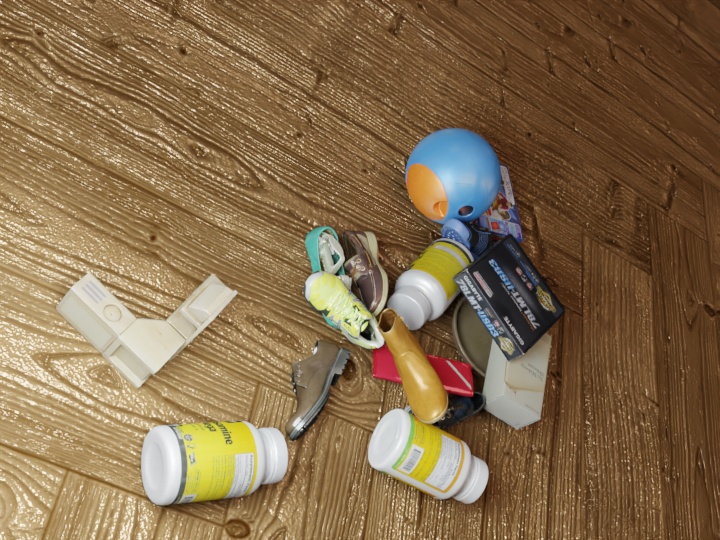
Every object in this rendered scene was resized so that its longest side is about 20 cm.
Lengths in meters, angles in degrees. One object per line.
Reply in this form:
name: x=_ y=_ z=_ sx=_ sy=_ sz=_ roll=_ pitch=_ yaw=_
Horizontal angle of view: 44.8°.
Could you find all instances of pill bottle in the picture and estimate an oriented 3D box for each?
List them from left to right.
pill bottle: x=-0.214 y=0.282 z=1.302 sx=0.199 sy=0.112 sz=0.113 roll=3 pitch=63 yaw=-37
pill bottle: x=0.136 y=0.029 z=1.716 sx=0.111 sy=0.111 sz=0.200 roll=49 pitch=46 yaw=-4
pill bottle: x=0.123 y=0.332 z=1.530 sx=0.200 sy=0.111 sz=0.111 roll=30 pitch=50 yaw=-20

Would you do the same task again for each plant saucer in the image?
plant saucer: x=0.263 y=0.141 z=1.806 sx=0.199 sy=0.029 sz=0.201 roll=19 pitch=54 yaw=-28

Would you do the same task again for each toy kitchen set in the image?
toy kitchen set: x=-0.310 y=0.032 z=1.338 sx=0.180 sy=0.163 sz=0.200 roll=46 pitch=46 yaw=-7

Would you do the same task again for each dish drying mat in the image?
dish drying mat: x=0.118 y=0.186 z=1.641 sx=0.199 sy=0.018 sz=0.077 roll=14 pitch=51 yaw=-15

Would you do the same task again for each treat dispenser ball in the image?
treat dispenser ball: x=0.194 y=-0.196 z=1.828 sx=0.200 sy=0.201 sz=0.202 roll=18 pitch=55 yaw=-28

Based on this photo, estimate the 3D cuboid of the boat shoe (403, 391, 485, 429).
boat shoe: x=0.153 y=0.263 z=1.631 sx=0.199 sy=0.057 sz=0.069 roll=-12 pitch=73 yaw=-41

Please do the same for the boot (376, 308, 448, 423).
boot: x=0.081 y=0.161 z=1.516 sx=0.144 sy=0.071 sz=0.201 roll=56 pitch=8 yaw=-28

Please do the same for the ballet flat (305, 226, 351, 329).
ballet flat: x=-0.053 y=0.007 z=1.613 sx=0.067 sy=0.070 sz=0.201 roll=-1 pitch=66 yaw=-38

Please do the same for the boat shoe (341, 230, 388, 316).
boat shoe: x=0.000 y=0.000 z=1.648 sx=0.072 sy=0.072 sz=0.201 roll=15 pitch=46 yaw=-27

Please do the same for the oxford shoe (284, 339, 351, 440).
oxford shoe: x=-0.091 y=0.201 z=1.484 sx=0.084 sy=0.073 sz=0.200 roll=28 pitch=47 yaw=-1

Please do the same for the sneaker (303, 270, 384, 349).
sneaker: x=-0.022 y=0.069 z=1.549 sx=0.200 sy=0.076 sz=0.076 roll=43 pitch=76 yaw=-36

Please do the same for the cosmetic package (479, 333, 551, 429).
cosmetic package: x=0.312 y=0.199 z=1.742 sx=0.103 sy=0.073 sz=0.201 roll=33 pitch=49 yaw=-19

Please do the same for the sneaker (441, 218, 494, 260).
sneaker: x=0.227 y=-0.071 z=1.810 sx=0.078 sy=0.070 sz=0.200 roll=-59 pitch=150 yaw=-10

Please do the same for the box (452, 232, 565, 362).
box: x=0.297 y=0.049 z=1.733 sx=0.198 sy=0.050 sz=0.200 roll=-33 pitch=88 yaw=-48

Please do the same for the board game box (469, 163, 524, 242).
board game box: x=0.298 y=-0.162 z=2.002 sx=0.135 sy=0.034 sz=0.201 roll=12 pitch=59 yaw=-33
